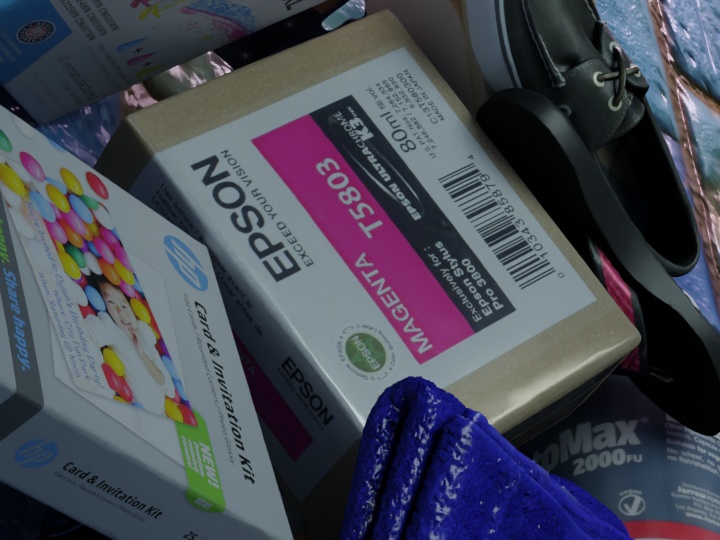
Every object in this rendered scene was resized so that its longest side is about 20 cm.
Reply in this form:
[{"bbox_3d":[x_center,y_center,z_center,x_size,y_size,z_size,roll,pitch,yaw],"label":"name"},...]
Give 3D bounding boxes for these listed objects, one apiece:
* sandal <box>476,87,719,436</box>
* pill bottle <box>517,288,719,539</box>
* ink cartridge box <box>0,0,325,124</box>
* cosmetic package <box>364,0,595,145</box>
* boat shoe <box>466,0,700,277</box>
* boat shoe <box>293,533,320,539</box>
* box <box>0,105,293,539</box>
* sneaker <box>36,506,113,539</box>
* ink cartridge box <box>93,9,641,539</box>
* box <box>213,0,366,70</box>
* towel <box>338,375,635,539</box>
[{"bbox_3d":[0.106,0.006,0.990,0.045,0.075,0.200,-47,115,-26],"label":"sandal"},{"bbox_3d":[0.138,0.104,1.087,0.119,0.119,0.201,37,36,-31],"label":"pill bottle"},{"bbox_3d":[-0.083,-0.172,0.906,0.129,0.199,0.126,59,9,-74],"label":"ink cartridge box"},{"bbox_3d":[0.065,-0.086,1.042,0.105,0.071,0.201,-27,114,-46],"label":"cosmetic package"},{"bbox_3d":[0.109,-0.077,0.993,0.069,0.056,0.200,-51,130,-34],"label":"boat shoe"},{"bbox_3d":[0.041,0.152,0.944,0.200,0.076,0.072,23,48,-40],"label":"boat shoe"},{"bbox_3d":[-0.113,0.014,0.762,0.200,0.041,0.156,38,24,-45],"label":"box"},{"bbox_3d":[-0.045,0.143,0.839,0.200,0.070,0.078,31,45,-37],"label":"sneaker"},{"bbox_3d":[0.000,0.000,0.940,0.164,0.075,0.200,-28,75,-39],"label":"ink cartridge box"},{"bbox_3d":[-0.062,-0.175,1.049,0.200,0.121,0.032,39,34,-29],"label":"box"},{"bbox_3d":[0.057,0.142,0.850,0.200,0.049,0.148,37,59,-50],"label":"towel"}]
